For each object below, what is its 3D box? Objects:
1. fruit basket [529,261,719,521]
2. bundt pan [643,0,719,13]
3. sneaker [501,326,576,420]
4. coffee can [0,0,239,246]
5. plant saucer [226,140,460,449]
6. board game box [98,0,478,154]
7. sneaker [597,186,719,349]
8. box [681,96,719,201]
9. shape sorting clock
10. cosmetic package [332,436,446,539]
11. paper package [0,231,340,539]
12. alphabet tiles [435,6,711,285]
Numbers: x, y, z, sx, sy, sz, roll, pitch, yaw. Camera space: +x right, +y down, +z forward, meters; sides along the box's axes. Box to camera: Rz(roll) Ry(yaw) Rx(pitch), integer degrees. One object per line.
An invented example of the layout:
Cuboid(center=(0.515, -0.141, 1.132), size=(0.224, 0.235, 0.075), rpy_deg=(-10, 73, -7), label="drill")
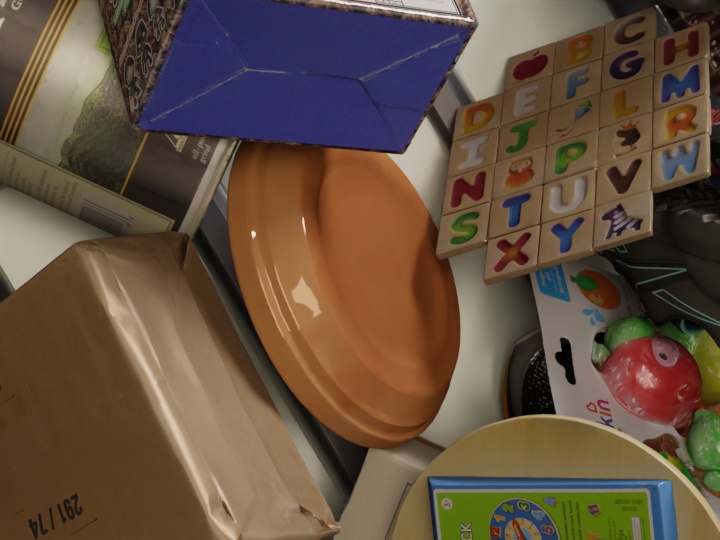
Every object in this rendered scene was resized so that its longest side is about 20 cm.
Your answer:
Cuboid(center=(0.196, 0.071, 0.973), size=(0.199, 0.094, 0.186), rpy_deg=(21, 40, -24), label="fruit basket")
Cuboid(center=(0.229, -0.237, 1.009), size=(0.076, 0.202, 0.202), rpy_deg=(40, 78, -36), label="bundt pan")
Cuboid(center=(0.150, 0.125, 1.008), size=(0.078, 0.077, 0.201), rpy_deg=(-25, 88, -9), label="sneaker")
Cuboid(center=(-0.163, -0.109, 0.943), size=(0.199, 0.146, 0.147), rpy_deg=(25, 81, -7), label="coffee can")
Cuboid(center=(0.000, 0.000, 0.944), size=(0.037, 0.200, 0.201), rpy_deg=(-22, 88, 28), label="plant saucer")
Cuboid(center=(-0.053, -0.171, 0.882), size=(0.159, 0.097, 0.200), rpy_deg=(4, 48, -27), label="board game box")
Cuboid(center=(0.167, -0.009, 0.954), size=(0.075, 0.200, 0.080), rpy_deg=(-6, 107, -23), label="sneaker")
Cuboid(center=(0.238, -0.038, 0.960), size=(0.038, 0.200, 0.137), rpy_deg=(-44, 108, -10), label="box")
Cuboid(center=(0.106, 0.174, 0.879), size=(0.199, 0.039, 0.201), rpy_deg=(4, 101, 23), label="shape sorting clock")
Cuboid(center=(0.084, 0.178, 0.951), size=(0.199, 0.071, 0.106), rpy_deg=(25, 100, 14), label="cosmetic package")
Cuboid(center=(-0.144, 0.106, 0.881), size=(0.200, 0.103, 0.191), rpy_deg=(-37, 71, 26), label="paper package")
Cuboid(center=(0.124, -0.076, 0.971), size=(0.006, 0.166, 0.200), rpy_deg=(53, 32, -35), label="alphabet tiles")
